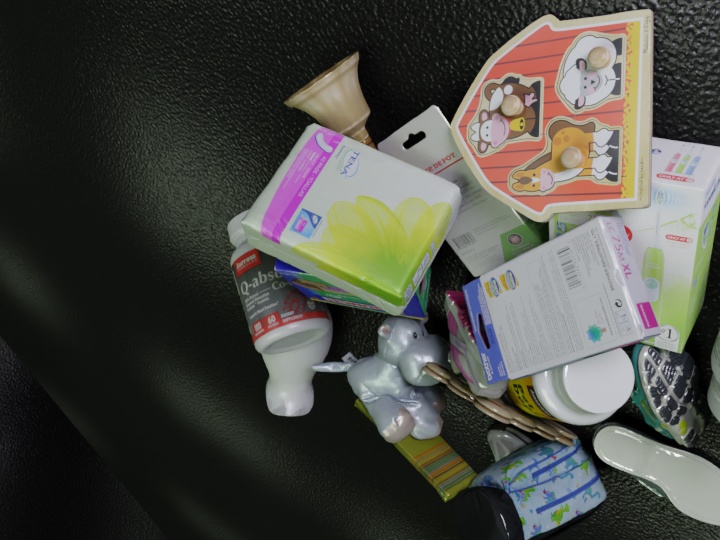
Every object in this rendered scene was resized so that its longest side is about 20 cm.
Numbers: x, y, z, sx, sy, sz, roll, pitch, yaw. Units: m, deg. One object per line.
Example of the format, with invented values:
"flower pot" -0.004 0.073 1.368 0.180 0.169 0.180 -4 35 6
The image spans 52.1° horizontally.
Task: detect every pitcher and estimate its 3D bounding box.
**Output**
"pitcher" -0.115 0.117 1.243 0.121 0.172 0.200 0 123 -13

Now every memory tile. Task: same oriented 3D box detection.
"memory tile" 0.187 0.176 0.978 0.200 0.017 0.153 26 -177 -39

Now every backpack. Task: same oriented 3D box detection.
"backpack" 0.240 0.307 1.016 0.163 0.200 0.154 122 141 -63

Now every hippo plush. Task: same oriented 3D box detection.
"hippo plush" 0.069 0.134 1.091 0.200 0.159 0.161 43 122 29

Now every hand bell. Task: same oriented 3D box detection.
"hand bell" 0.008 -0.147 0.884 0.104 0.104 0.200 -16 114 49

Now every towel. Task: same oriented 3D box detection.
"towel" 0.082 0.252 1.094 0.200 0.086 0.018 42 121 28

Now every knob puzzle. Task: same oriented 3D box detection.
"knob puzzle" 0.171 -0.145 0.701 0.219 0.030 0.220 0 89 37

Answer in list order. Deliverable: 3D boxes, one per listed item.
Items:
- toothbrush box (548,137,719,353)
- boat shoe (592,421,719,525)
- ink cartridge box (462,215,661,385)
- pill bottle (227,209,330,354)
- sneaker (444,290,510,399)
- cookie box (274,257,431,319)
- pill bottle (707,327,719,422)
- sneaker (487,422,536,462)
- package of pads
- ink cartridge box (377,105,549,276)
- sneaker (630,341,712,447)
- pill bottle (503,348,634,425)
"toothbrush box" 0.277 -0.031 0.756 0.145 0.086 0.200 17 134 31
"boat shoe" 0.397 0.257 0.956 0.200 0.073 0.062 27 -177 11
"ink cartridge box" 0.193 0.037 0.747 0.200 0.042 0.120 -31 68 48
"pill bottle" -0.127 0.013 1.094 0.116 0.116 0.200 -44 61 53
"sneaker" 0.141 0.088 0.914 0.081 0.200 0.088 9 112 -3
"cookie box" 0.000 0.000 0.938 0.171 0.075 0.200 9 169 11
"pill bottle" 0.406 0.068 0.706 0.113 0.113 0.200 22 137 27
"sneaker" 0.240 0.333 1.110 0.076 0.115 0.201 -20 110 50
"package of pads" -0.006 -0.061 0.810 0.200 0.155 0.068 26 158 13
"ink cartridge box" 0.125 -0.101 0.846 0.200 0.067 0.117 51 142 -11
"sneaker" 0.339 0.141 0.846 0.080 0.078 0.200 21 157 44
"pill bottle" 0.237 0.121 0.857 0.109 0.109 0.200 44 171 1
